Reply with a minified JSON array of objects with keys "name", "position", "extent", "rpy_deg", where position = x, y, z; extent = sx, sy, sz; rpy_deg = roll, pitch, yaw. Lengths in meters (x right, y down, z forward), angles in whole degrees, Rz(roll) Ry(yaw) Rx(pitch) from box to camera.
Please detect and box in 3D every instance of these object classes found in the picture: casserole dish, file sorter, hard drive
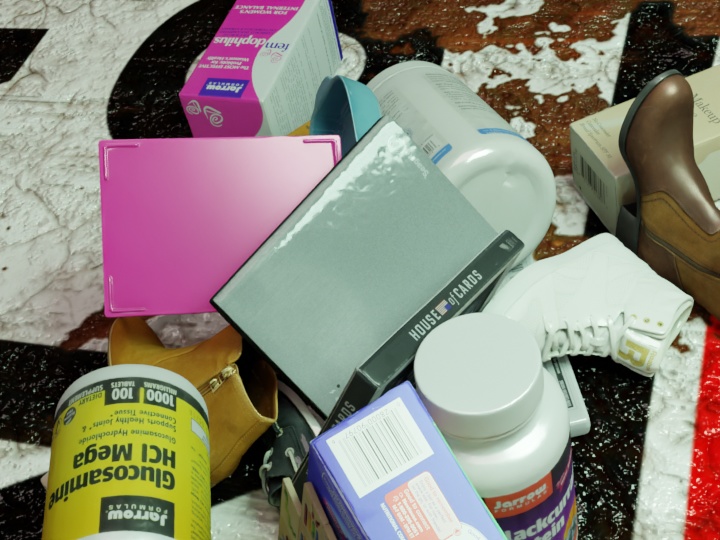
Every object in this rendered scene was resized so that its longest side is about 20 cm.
[{"name":"casserole dish","position":[-0.005,-0.076,1.029],"extent":[0.038,0.121,0.204],"rpy_deg":[-3,70,-21]},{"name":"file sorter","position":[-0.120,-0.034,0.998],"extent":[0.196,0.125,0.142],"rpy_deg":[-2,87,-10]},{"name":"hard drive","position":[0.000,0.000,0.897],"extent":[0.200,0.140,0.033],"rpy_deg":[-47,10,-13]}]

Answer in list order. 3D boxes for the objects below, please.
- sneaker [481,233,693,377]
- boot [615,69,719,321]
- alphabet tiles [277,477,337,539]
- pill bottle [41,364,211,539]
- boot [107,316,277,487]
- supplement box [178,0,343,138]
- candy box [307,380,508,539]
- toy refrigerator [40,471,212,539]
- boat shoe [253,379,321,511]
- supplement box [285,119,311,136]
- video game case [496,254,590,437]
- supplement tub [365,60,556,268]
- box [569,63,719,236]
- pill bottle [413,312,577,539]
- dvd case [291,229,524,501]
[{"name":"sneaker","position":[0.182,0.044,0.916],"extent":[0.198,0.075,0.115],"rpy_deg":[-28,51,-34]},{"name":"boot","position":[0.284,-0.038,0.913],"extent":[0.067,0.191,0.200],"rpy_deg":[-15,39,-26]},{"name":"alphabet tiles","position":[-0.023,0.236,0.722],"extent":[0.006,0.203,0.167],"rpy_deg":[-10,41,-21]},{"name":"pill bottle","position":[-0.154,0.171,0.769],"extent":[0.110,0.114,0.202],"rpy_deg":[-12,45,3]},{"name":"boot","position":[-0.132,0.078,0.946],"extent":[0.144,0.070,0.203],"rpy_deg":[-46,49,25]},{"name":"supplement box","position":[-0.101,-0.208,1.243],"extent":[0.099,0.104,0.202],"rpy_deg":[6,50,19]},{"name":"candy box","position":[0.034,0.186,0.718],"extent":[0.076,0.201,0.170],"rpy_deg":[-27,71,-16]},{"name":"toy refrigerator","position":[-0.155,0.213,0.863],"extent":[0.070,0.077,0.199],"rpy_deg":[-37,49,-22]},{"name":"boat shoe","position":[-0.044,0.161,0.885],"extent":[0.060,0.076,0.200],"rpy_deg":[-26,45,-20]},{"name":"supplement box","position":[-0.063,-0.087,1.139],"extent":[0.199,0.069,0.066],"rpy_deg":[-37,46,-18]},{"name":"video game case","position":[0.079,0.073,0.976],"extent":[0.179,0.024,0.202],"rpy_deg":[-14,45,2]},{"name":"supplement tub","position":[0.078,-0.094,1.044],"extent":[0.130,0.134,0.201],"rpy_deg":[-22,35,-8]},{"name":"box","position":[0.300,-0.116,1.061],"extent":[0.197,0.078,0.095],"rpy_deg":[-23,44,-8]},{"name":"pill bottle","position":[0.090,0.127,0.792],"extent":[0.109,0.202,0.113],"rpy_deg":[-7,44,7]},{"name":"dvd case","position":[0.035,0.068,0.840],"extent":[0.025,0.151,0.200],"rpy_deg":[38,45,12]}]
